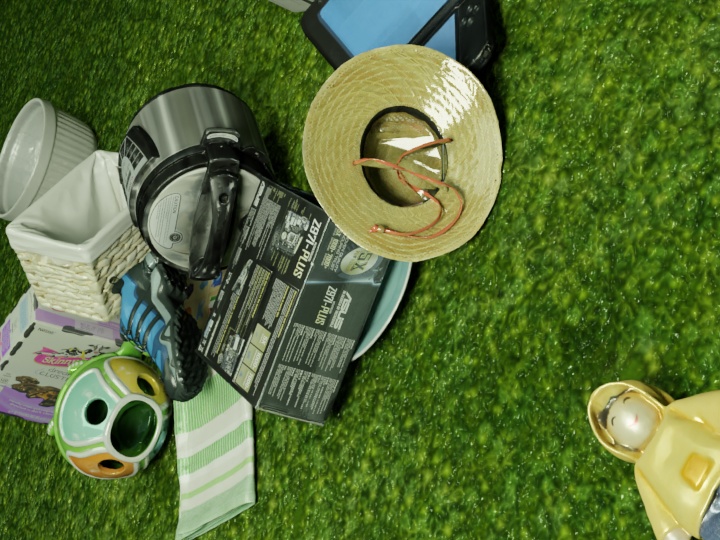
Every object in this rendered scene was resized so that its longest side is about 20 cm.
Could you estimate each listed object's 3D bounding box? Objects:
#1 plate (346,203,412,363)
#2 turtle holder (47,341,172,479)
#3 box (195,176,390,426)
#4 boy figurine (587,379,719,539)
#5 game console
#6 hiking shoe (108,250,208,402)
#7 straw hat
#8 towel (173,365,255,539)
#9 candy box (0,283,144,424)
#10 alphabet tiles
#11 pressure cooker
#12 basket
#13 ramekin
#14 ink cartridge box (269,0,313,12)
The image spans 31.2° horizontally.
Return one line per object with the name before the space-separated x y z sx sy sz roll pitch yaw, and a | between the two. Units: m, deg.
plate | 0.000 0.000 1.313 0.199 0.025 0.203 -30 52 46
turtle holder | -0.283 0.166 1.565 0.185 0.142 0.131 -43 22 -20
box | -0.068 0.027 1.299 0.163 0.085 0.203 29 99 57
boy figurine | 0.229 0.131 0.870 0.126 0.064 0.200 -63 36 17
game console | 0.030 -0.233 1.293 0.200 0.115 0.178 -43 31 37
hiking shoe | -0.235 0.075 1.502 0.086 0.074 0.202 -30 53 15
straw hat | 0.040 -0.104 1.226 0.085 0.198 0.204 69 -143 -83
towel | -0.169 0.191 1.468 0.152 0.023 0.203 -35 49 41
candy box | -0.405 0.119 1.730 0.200 0.166 0.072 -47 40 33
alphabet tiles | -0.198 0.065 1.596 0.166 0.006 0.203 -22 57 51
pressure cooker | -0.182 -0.100 1.500 0.177 0.176 0.201 -31 45 10
basket | -0.327 -0.044 1.633 0.134 0.125 0.200 12 40 26
ramekin | -0.507 -0.166 2.084 0.199 0.104 0.203 -31 49 45
ink cartridge box | -0.039 -0.377 1.519 0.199 0.066 0.118 9 81 57
